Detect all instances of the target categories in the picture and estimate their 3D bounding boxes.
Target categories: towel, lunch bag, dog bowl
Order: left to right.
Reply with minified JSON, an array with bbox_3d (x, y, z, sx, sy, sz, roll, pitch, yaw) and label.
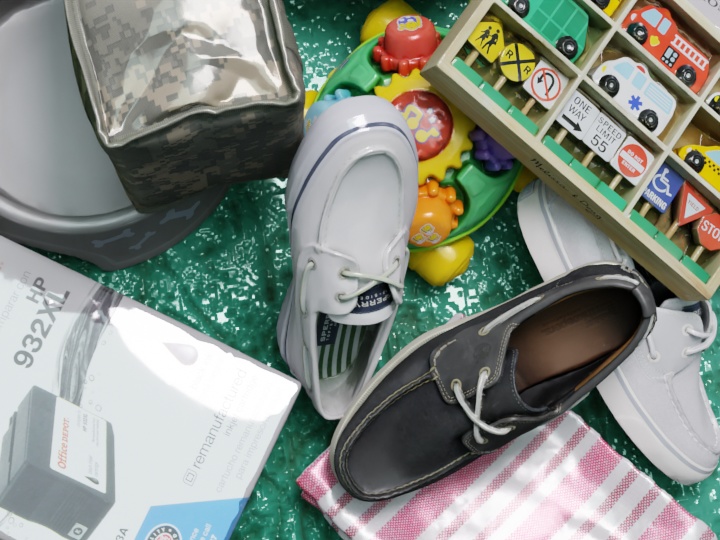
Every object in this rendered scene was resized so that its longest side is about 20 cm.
[{"bbox_3d":[-0.162,-0.101,0.891,0.199,0.059,0.201,2,78,-7],"label":"dog bowl"},{"bbox_3d":[-0.097,-0.148,0.795,0.117,0.164,0.201,-15,81,-5],"label":"lunch bag"},{"bbox_3d":[0.082,0.136,0.866,0.200,0.030,0.146,41,73,14],"label":"towel"}]

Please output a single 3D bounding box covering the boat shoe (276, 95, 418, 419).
[{"bbox_3d":[0.000,0.000,0.820,0.073,0.200,0.067,-12,51,-17],"label":"boat shoe"}]

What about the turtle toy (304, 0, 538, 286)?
[{"bbox_3d":[0.048,-0.094,0.882,0.146,0.101,0.200,43,89,3],"label":"turtle toy"}]

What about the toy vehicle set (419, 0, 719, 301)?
[{"bbox_3d":[0.143,-0.092,0.833,0.200,0.026,0.124,38,76,-14],"label":"toy vehicle set"}]

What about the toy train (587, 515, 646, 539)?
[{"bbox_3d":[0.087,0.186,0.879,0.199,0.034,0.046,-22,71,-11],"label":"toy train"}]

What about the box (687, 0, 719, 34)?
[{"bbox_3d":[0.276,-0.187,0.892,0.144,0.036,0.200,33,75,0],"label":"box"}]

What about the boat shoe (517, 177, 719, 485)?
[{"bbox_3d":[0.164,0.027,0.881,0.068,0.072,0.201,-26,92,30],"label":"boat shoe"}]

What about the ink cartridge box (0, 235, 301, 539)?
[{"bbox_3d":[-0.153,0.086,0.840,0.199,0.084,0.146,26,77,-1],"label":"ink cartridge box"}]

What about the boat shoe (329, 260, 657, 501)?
[{"bbox_3d":[0.068,0.060,0.826,0.200,0.068,0.072,-32,98,5],"label":"boat shoe"}]
